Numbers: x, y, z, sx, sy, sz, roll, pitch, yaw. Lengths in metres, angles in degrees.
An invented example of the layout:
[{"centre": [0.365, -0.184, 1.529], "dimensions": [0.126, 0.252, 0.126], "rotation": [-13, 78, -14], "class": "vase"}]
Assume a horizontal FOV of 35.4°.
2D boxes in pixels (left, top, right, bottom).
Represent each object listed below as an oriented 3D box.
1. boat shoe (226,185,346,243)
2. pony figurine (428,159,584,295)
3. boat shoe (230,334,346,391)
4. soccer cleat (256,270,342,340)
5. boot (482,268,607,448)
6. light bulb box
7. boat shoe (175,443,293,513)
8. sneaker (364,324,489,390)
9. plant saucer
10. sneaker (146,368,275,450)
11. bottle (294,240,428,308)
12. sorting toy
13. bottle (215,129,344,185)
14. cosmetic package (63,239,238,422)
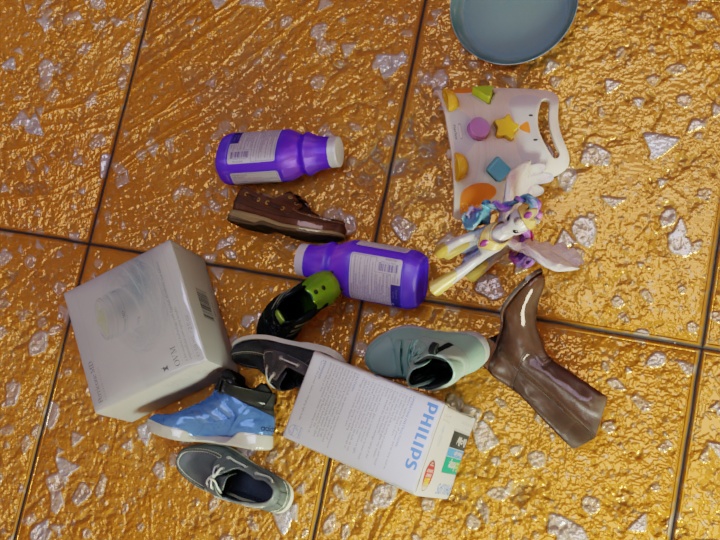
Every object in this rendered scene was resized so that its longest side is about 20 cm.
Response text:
[{"centre": [-0.111, -0.088, 1.724], "dimensions": [0.197, 0.072, 0.069], "rotation": [12, 83, 23], "class": "boat shoe"}, {"centre": [0.203, -0.047, 1.558], "dimensions": [0.199, 0.192, 0.169], "rotation": [-33, 80, 36], "class": "pony figurine"}, {"centre": [-0.117, 0.140, 1.653], "dimensions": [0.197, 0.072, 0.068], "rotation": [8, 60, 32], "class": "boat shoe"}, {"centre": [-0.106, 0.061, 1.643], "dimensions": [0.199, 0.081, 0.068], "rotation": [-39, 82, 42], "class": "soccer cleat"}, {"centre": [0.268, 0.122, 1.519], "dimensions": [0.200, 0.064, 0.188], "rotation": [42, 132, 26], "class": "boot"}, {"centre": [0.031, 0.213, 1.534], "dimensions": [0.197, 0.198, 0.127], "rotation": [19, 84, 20], "class": "light bulb box"}, {"centre": [-0.194, 0.302, 1.660], "dimensions": [0.197, 0.062, 0.074], "rotation": [18, 83, 21], "class": "boat shoe"}, {"centre": [0.068, 0.124, 1.568], "dimensions": [0.198, 0.118, 0.075], "rotation": [-7, 99, 34], "class": "sneaker"}, {"centre": [0.233, -0.402, 1.711], "dimensions": [0.196, 0.027, 0.204], "rotation": [-4, 76, 17], "class": "plant saucer"}, {"centre": [-0.220, 0.202, 1.684], "dimensions": [0.196, 0.077, 0.114], "rotation": [4, 84, 15], "class": "sneaker"}, {"centre": [0.000, 0.000, 1.655], "dimensions": [0.197, 0.065, 0.085], "rotation": [10, 111, 21], "class": "bottle"}, {"centre": [0.210, -0.196, 1.645], "dimensions": [0.176, 0.107, 0.204], "rotation": [-8, 74, -4], "class": "sorting toy"}, {"centre": [-0.124, -0.178, 1.749], "dimensions": [0.196, 0.066, 0.085], "rotation": [-3, 49, 17], "class": "bottle"}, {"centre": [-0.321, 0.095, 1.723], "dimensions": [0.197, 0.123, 0.202], "rotation": [-26, 70, 12], "class": "cosmetic package"}]
